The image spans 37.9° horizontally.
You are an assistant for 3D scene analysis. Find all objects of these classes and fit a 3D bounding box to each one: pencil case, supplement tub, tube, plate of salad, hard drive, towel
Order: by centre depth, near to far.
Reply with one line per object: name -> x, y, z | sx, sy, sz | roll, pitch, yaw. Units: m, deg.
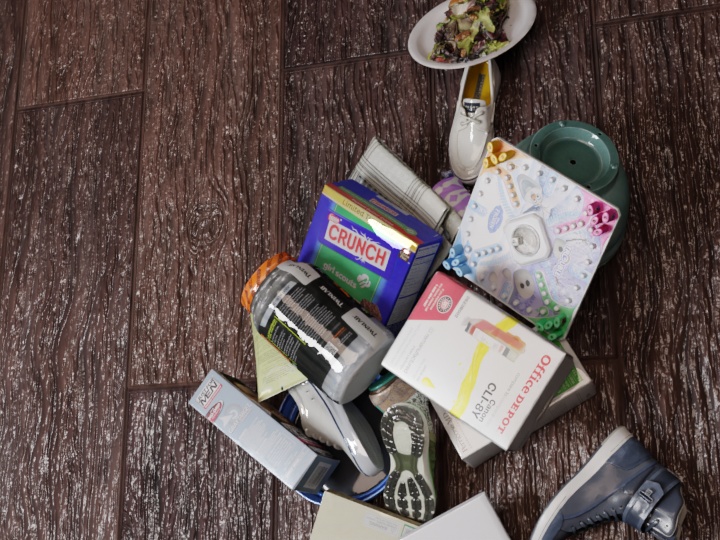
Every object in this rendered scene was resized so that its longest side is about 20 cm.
hard drive -> 0.152, 0.407, 1.357 | 0.131, 0.025, 0.201 | -29, 86, 6
supplement tub -> -0.060, 0.074, 1.417 | 0.200, 0.123, 0.123 | 41, 89, 17
pencil case -> 0.171, -0.047, 1.488 | 0.200, 0.085, 0.084 | 49, 129, 23
tube -> -0.125, 0.103, 1.503 | 0.058, 0.051, 0.201 | -62, 28, 30
towel -> 0.039, -0.058, 1.509 | 0.200, 0.034, 0.193 | 45, 119, 22
plate of salad -> 0.162, -0.370, 1.561 | 0.198, 0.048, 0.201 | -14, 43, 13

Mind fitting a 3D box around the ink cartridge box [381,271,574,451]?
ink cartridge box -> 0.151, 0.116, 1.341 | 0.199, 0.083, 0.146 | 33, 93, 20

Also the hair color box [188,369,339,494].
hair color box -> -0.132, 0.223, 1.448 | 0.199, 0.099, 0.061 | 35, 87, 23

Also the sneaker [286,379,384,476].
sneaker -> -0.039, 0.210, 1.446 | 0.071, 0.073, 0.201 | -43, 58, 12

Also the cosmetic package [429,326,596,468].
cosmetic package -> 0.203, 0.166, 1.411 | 0.199, 0.085, 0.108 | -33, 66, 4

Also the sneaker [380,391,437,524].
sneaker -> 0.079, 0.252, 1.410 | 0.076, 0.089, 0.202 | 10, 117, 25

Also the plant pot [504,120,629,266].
plant pot -> 0.273, -0.114, 1.405 | 0.198, 0.135, 0.202 | 1, 57, -2

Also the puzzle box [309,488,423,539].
puzzle box -> 0.025, 0.391, 1.408 | 0.198, 0.025, 0.134 | 19, 91, 13

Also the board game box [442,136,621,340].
board game box -> 0.212, -0.038, 1.354 | 0.199, 0.026, 0.201 | 36, 124, 28

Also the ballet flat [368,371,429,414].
ballet flat -> 0.098, 0.135, 1.457 | 0.199, 0.068, 0.068 | -37, 96, -17

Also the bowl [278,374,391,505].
bowl -> -0.024, 0.233, 1.487 | 0.198, 0.039, 0.203 | -5, 74, 16

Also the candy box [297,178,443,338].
candy box -> 0.000, 0.000, 1.480 | 0.168, 0.077, 0.201 | 33, 116, 23

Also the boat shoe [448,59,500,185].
boat shoe -> 0.167, -0.228, 1.542 | 0.070, 0.070, 0.202 | 8, 77, 19

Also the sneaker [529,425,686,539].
sneaker -> 0.321, 0.319, 1.335 | 0.203, 0.077, 0.146 | -47, 64, -1
